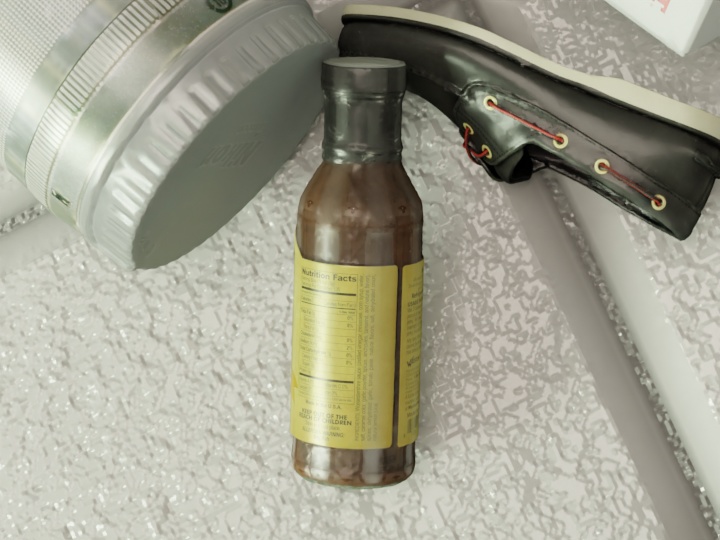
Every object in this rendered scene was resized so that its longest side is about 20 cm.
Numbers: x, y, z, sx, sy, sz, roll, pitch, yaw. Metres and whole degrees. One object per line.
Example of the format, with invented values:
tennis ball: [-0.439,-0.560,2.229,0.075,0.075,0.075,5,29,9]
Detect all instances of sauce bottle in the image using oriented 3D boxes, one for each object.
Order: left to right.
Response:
sauce bottle: [0.000,0.000,1.253,0.064,0.065,0.201,6,100,14]

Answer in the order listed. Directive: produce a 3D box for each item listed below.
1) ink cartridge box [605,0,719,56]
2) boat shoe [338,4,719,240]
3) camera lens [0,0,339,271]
ink cartridge box: [0.117,-0.215,1.183,0.200,0.083,0.146,38,133,20]
boat shoe: [0.075,-0.074,1.256,0.200,0.074,0.063,22,88,12]
camera lens: [-0.129,-0.119,1.265,0.200,0.160,0.160,42,95,13]
